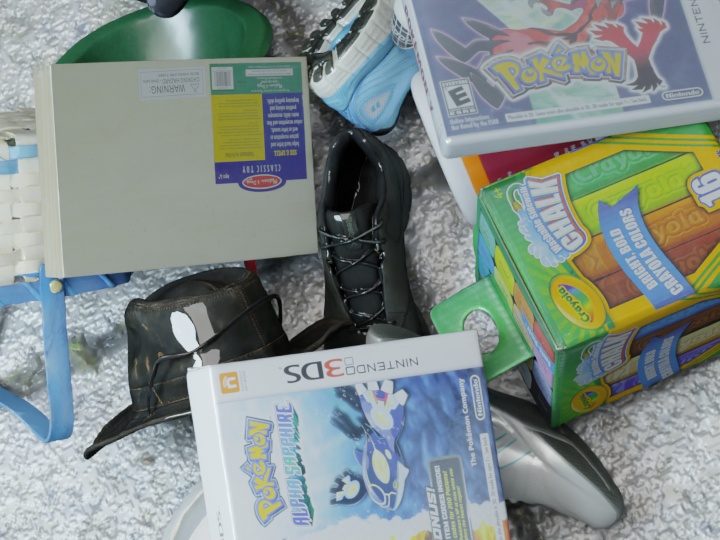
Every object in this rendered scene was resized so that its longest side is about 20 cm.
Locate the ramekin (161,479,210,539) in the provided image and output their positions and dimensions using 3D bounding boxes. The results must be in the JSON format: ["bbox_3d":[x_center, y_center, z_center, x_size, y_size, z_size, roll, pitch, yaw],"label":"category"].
[{"bbox_3d":[-0.040,0.204,1.452,0.198,0.105,0.202,-4,72,13],"label":"ramekin"}]

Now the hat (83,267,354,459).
[{"bbox_3d":[-0.108,0.045,1.458,0.199,0.201,0.081,-26,94,5],"label":"hat"}]

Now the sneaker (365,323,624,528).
[{"bbox_3d":[0.076,0.115,1.464,0.199,0.070,0.081,31,103,2],"label":"sneaker"}]

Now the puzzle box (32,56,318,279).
[{"bbox_3d":[-0.116,-0.068,1.468,0.025,0.199,0.134,0,94,53],"label":"puzzle box"}]

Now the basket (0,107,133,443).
[{"bbox_3d":[-0.231,-0.001,1.504,0.138,0.176,0.202,-12,105,-27],"label":"basket"}]

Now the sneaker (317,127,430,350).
[{"bbox_3d":[0.000,0.000,1.512,0.075,0.091,0.202,-11,73,8],"label":"sneaker"}]

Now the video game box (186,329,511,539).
[{"bbox_3d":[-0.001,0.144,1.357,0.181,0.047,0.202,-7,85,-23],"label":"video game box"}]

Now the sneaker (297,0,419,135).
[{"bbox_3d":[0.039,-0.175,1.572,0.200,0.090,0.078,-52,29,-20],"label":"sneaker"}]

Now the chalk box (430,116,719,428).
[{"bbox_3d":[0.144,0.006,1.431,0.199,0.124,0.125,-23,65,-9],"label":"chalk box"}]

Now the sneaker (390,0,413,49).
[{"bbox_3d":[0.109,-0.194,1.530,0.199,0.081,0.077,-9,55,-31],"label":"sneaker"}]

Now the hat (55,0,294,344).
[{"bbox_3d":[-0.122,-0.069,1.600,0.164,0.177,0.201,-6,33,17],"label":"hat"}]

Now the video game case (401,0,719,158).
[{"bbox_3d":[0.128,-0.164,1.429,0.198,0.023,0.184,-9,62,-9],"label":"video game case"}]

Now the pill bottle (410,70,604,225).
[{"bbox_3d":[0.142,-0.116,1.500,0.199,0.113,0.114,-24,70,5],"label":"pill bottle"}]

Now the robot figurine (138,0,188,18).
[{"bbox_3d":[-0.121,-0.261,1.555,0.124,0.200,0.151,-27,81,-40],"label":"robot figurine"}]
